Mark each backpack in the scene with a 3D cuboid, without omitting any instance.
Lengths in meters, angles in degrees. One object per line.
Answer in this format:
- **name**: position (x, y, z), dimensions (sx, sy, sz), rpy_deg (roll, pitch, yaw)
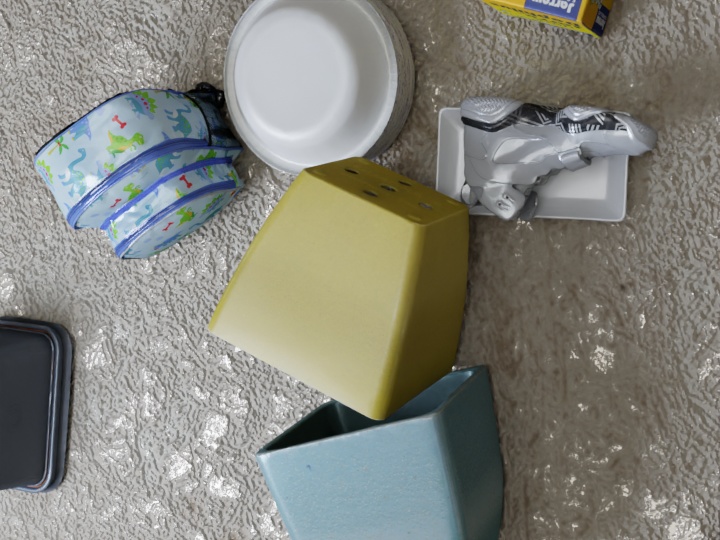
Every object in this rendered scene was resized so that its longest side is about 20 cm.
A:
- **backpack**: position (-0.227, -0.104, 1.337), dimensions (0.182, 0.200, 0.148), rpy_deg (-34, 80, 18)

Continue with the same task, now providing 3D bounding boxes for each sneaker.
- **sneaker**: position (0.184, -0.102, 1.219), dimensions (0.197, 0.075, 0.117), rpy_deg (10, 96, 26)

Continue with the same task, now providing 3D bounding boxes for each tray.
- **tray**: position (0.172, -0.107, 1.273), dimensions (0.197, 0.022, 0.109), rpy_deg (4, 93, 22)

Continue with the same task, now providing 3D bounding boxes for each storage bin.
- **storage bin**: position (-0.434, 0.159, 1.459), dimensions (0.143, 0.134, 0.204), rpy_deg (7, 93, 21)

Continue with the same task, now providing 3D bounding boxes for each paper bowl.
- **paper bowl**: position (-0.050, -0.198, 1.307), dimensions (0.197, 0.104, 0.204), rpy_deg (3, 98, 20)

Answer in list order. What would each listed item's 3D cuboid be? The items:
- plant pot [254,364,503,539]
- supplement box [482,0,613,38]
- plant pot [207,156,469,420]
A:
- **plant pot**: position (0.041, 0.230, 1.254), dimensions (0.194, 0.196, 0.203), rpy_deg (-15, 94, 21)
- **supplement box**: position (0.199, -0.338, 1.207), dimensions (0.107, 0.109, 0.203), rpy_deg (18, 99, 20)
- **plant pot**: position (0.000, 0.000, 1.235), dimensions (0.198, 0.199, 0.179), rpy_deg (25, 110, 19)
